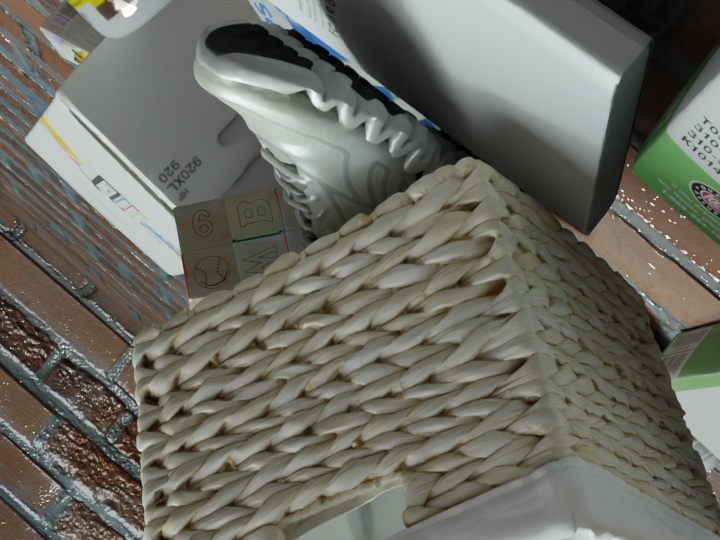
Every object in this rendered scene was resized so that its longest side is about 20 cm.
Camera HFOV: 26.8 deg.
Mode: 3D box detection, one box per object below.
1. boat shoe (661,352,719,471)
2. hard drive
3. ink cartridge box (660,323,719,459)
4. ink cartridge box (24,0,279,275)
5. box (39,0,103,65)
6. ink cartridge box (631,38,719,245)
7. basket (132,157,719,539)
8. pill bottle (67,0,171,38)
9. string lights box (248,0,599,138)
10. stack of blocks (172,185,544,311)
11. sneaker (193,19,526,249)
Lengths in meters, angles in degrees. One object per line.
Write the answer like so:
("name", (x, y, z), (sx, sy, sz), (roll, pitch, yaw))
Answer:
("boat shoe", (0.143, 0.050, 0.939), (0.200, 0.072, 0.069), (44, 171, 29))
("hard drive", (0.022, -0.105, 0.599), (0.199, 0.027, 0.132), (39, 164, 17))
("ink cartridge box", (0.260, 0.110, 0.828), (0.200, 0.048, 0.145), (41, 167, -3))
("ink cartridge box", (-0.109, -0.100, 0.970), (0.145, 0.148, 0.200), (43, 166, -12))
("box", (-0.180, -0.165, 1.191), (0.199, 0.042, 0.039), (29, 163, 40))
("ink cartridge box", (0.185, -0.044, 0.463), (0.146, 0.085, 0.200), (39, 167, 4))
("basket", (0.030, 0.086, 0.642), (0.199, 0.197, 0.162), (29, -140, -54))
("pill bottle", (-0.163, -0.228, 0.793), (0.200, 0.110, 0.109), (45, 166, -19))
("string lights box", (0.027, -0.120, 0.710), (0.199, 0.059, 0.103), (23, 155, 52))
("stack of blocks", (0.000, 0.000, 0.854), (0.116, 0.197, 0.059), (90, 167, -61))
("sneaker", (-0.003, -0.038, 0.647), (0.199, 0.081, 0.075), (30, -169, -45))
